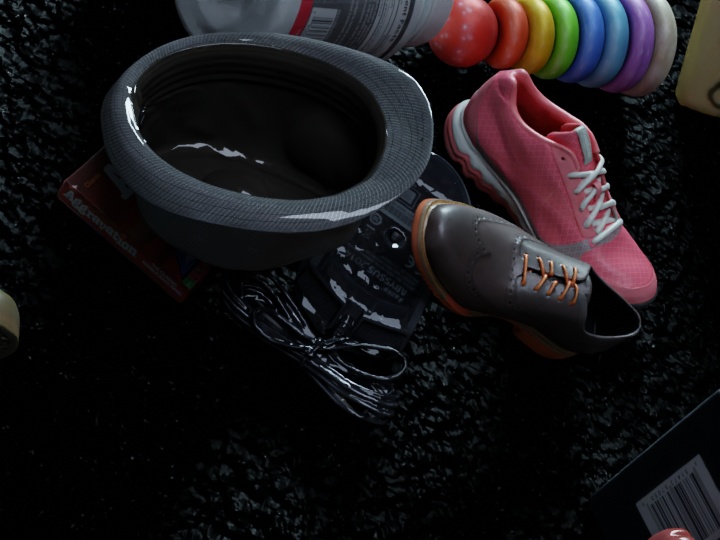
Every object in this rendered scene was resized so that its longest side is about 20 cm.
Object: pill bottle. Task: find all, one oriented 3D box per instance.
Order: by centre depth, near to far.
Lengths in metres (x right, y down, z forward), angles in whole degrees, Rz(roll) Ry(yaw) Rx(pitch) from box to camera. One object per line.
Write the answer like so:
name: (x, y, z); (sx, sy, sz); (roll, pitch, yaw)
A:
pill bottle: (-0.025, -0.197, 1.241); (0.199, 0.111, 0.111); (-6, 59, -51)

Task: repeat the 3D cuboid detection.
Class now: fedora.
fedora: (-0.060, -0.062, 1.094); (0.198, 0.091, 0.178); (4, 45, -7)

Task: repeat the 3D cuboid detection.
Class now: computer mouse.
computer mouse: (0.000, 0.000, 1.162); (0.138, 0.053, 0.200); (38, 55, -1)

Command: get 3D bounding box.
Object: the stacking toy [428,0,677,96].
stacking toy: (0.141, -0.181, 1.376); (0.198, 0.086, 0.086); (1, 56, -29)

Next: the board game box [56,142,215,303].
board game box: (-0.100, -0.070, 1.167); (0.103, 0.019, 0.200); (39, 44, 0)

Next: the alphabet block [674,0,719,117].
alphabet block: (0.381, -0.235, 1.451); (0.194, 0.201, 0.197); (20, 44, 12)

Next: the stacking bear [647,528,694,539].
stacking bear: (0.080, 0.205, 1.011); (0.198, 0.114, 0.123); (9, 60, -15)

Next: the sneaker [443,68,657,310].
sneaker: (0.144, -0.057, 1.272); (0.200, 0.087, 0.074); (48, 46, 7)

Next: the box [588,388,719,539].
box: (0.276, 0.142, 1.162); (0.199, 0.149, 0.108); (-9, 62, -38)

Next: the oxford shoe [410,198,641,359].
oxford shoe: (0.109, 0.001, 1.162); (0.199, 0.072, 0.072); (26, 67, -45)

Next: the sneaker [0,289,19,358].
sneaker: (-0.278, -0.013, 0.965); (0.198, 0.067, 0.091); (11, 56, -23)
